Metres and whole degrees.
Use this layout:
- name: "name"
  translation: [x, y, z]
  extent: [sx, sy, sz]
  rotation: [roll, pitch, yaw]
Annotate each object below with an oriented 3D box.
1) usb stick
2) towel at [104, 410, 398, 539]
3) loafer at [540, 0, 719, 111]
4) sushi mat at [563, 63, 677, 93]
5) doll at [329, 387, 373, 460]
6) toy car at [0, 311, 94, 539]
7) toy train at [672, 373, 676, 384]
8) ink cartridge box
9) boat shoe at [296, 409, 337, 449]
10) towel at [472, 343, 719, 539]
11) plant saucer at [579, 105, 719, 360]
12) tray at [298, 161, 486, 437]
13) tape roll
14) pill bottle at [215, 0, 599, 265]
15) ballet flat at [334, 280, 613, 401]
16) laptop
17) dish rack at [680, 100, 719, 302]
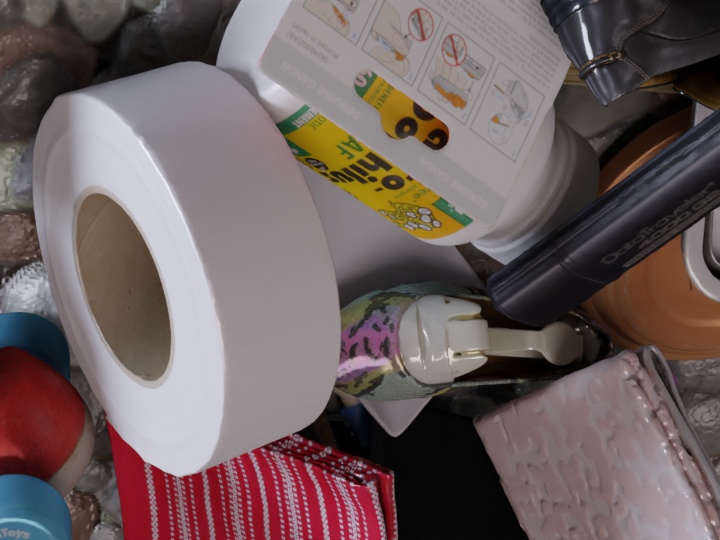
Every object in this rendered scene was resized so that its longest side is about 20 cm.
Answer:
- name: "usb stick"
  translation: [0.145, -0.031, 0.832]
  extent: [0.055, 0.033, 0.200]
  rotation: [14, 140, -41]
- name: "towel"
  translation: [-0.064, 0.146, 0.933]
  extent: [0.022, 0.199, 0.146]
  rotation: [-36, 132, -45]
- name: "loafer"
  translation: [0.175, -0.111, 0.817]
  extent: [0.198, 0.073, 0.073]
  rotation: [-3, 163, -32]
- name: "sushi mat"
  translation: [0.177, -0.143, 0.918]
  extent: [0.198, 0.012, 0.096]
  rotation: [3, 126, -16]
- name: "doll"
  translation: [-0.032, 0.126, 1.044]
  extent: [0.198, 0.048, 0.138]
  rotation: [12, 102, -23]
- name: "toy car"
  translation: [-0.257, 0.063, 0.864]
  extent: [0.176, 0.185, 0.201]
  rotation: [-25, 123, 6]
- name: "toy train"
  translation: [0.168, 0.143, 1.046]
  extent: [0.055, 0.150, 0.202]
  rotation: [5, 114, 12]
- name: "ink cartridge box"
  translation: [0.039, -0.145, 0.794]
  extent: [0.159, 0.047, 0.202]
  rotation: [31, 77, -32]
- name: "boat shoe"
  translation: [-0.057, 0.085, 0.971]
  extent: [0.071, 0.068, 0.202]
  rotation: [-19, 92, -8]
- name: "towel"
  translation: [0.157, 0.154, 0.962]
  extent: [0.032, 0.202, 0.191]
  rotation: [-22, 173, -28]
- name: "plant saucer"
  translation: [0.225, -0.018, 1.004]
  extent: [0.198, 0.032, 0.202]
  rotation: [-6, 131, -7]
- name: "tray"
  translation: [0.000, 0.000, 0.958]
  extent: [0.108, 0.022, 0.200]
  rotation: [-48, 127, -11]
- name: "tape roll"
  translation: [-0.093, 0.000, 0.835]
  extent: [0.070, 0.202, 0.204]
  rotation: [-20, 133, -31]
- name: "pill bottle"
  translation: [0.031, -0.082, 0.864]
  extent: [0.199, 0.113, 0.113]
  rotation: [32, 114, -32]
- name: "ballet flat"
  translation: [0.070, 0.041, 0.962]
  extent: [0.198, 0.071, 0.070]
  rotation: [0, 88, -36]
- name: "laptop"
  translation: [0.041, 0.203, 1.077]
  extent: [0.186, 0.202, 0.115]
  rotation: [16, 162, -37]
- name: "dish rack"
  translation: [0.269, -0.066, 0.928]
  extent: [0.198, 0.044, 0.174]
  rotation: [3, 94, -16]
